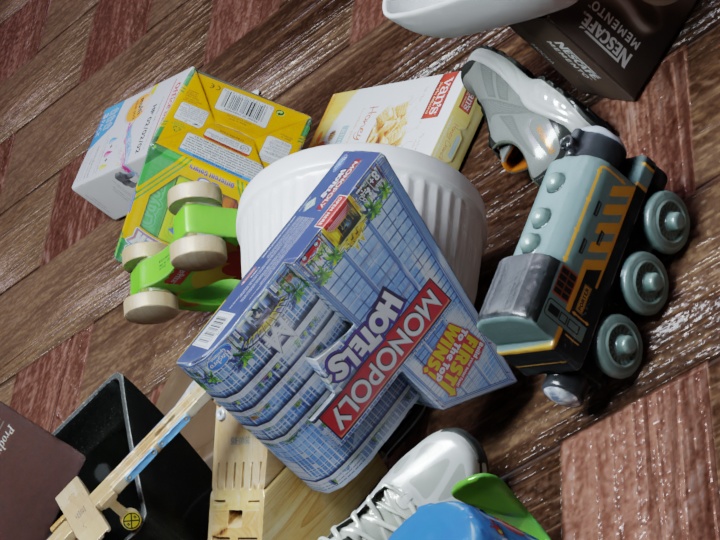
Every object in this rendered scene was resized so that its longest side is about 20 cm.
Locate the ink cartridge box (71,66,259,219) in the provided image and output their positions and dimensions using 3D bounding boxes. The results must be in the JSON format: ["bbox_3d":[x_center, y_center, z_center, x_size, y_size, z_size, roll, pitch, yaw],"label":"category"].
[{"bbox_3d":[-0.207,-0.140,2.138,0.200,0.068,0.115,-19,43,43],"label":"ink cartridge box"}]

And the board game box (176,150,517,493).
[{"bbox_3d":[0.007,0.054,1.436,0.200,0.200,0.062,-52,24,-14],"label":"board game box"}]

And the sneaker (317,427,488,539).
[{"bbox_3d":[0.007,0.195,1.402,0.076,0.115,0.201,41,102,21],"label":"sneaker"}]

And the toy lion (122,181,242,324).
[{"bbox_3d":[-0.088,-0.011,1.726,0.200,0.191,0.069,137,133,-56],"label":"toy lion"}]

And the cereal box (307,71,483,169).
[{"bbox_3d":[0.019,-0.103,1.806,0.200,0.040,0.144,-6,54,52],"label":"cereal box"}]

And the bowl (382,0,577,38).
[{"bbox_3d":[0.125,-0.268,1.576,0.200,0.075,0.200,-10,50,50],"label":"bowl"}]

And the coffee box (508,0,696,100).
[{"bbox_3d":[0.215,-0.251,1.621,0.200,0.113,0.080,-57,30,-8],"label":"coffee box"}]

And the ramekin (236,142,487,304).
[{"bbox_3d":[0.000,0.000,1.568,0.200,0.200,0.105,-27,46,36],"label":"ramekin"}]

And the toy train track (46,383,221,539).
[{"bbox_3d":[-0.159,0.151,1.433,0.200,0.033,0.115,-47,23,-4],"label":"toy train track"}]

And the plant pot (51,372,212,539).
[{"bbox_3d":[-0.180,0.239,1.570,0.200,0.177,0.200,-45,30,14],"label":"plant pot"}]

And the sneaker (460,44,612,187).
[{"bbox_3d":[0.126,-0.127,1.653,0.079,0.074,0.200,-54,29,6],"label":"sneaker"}]

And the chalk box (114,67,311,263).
[{"bbox_3d":[-0.141,-0.058,1.844,0.124,0.125,0.200,-68,0,-47],"label":"chalk box"}]

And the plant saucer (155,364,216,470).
[{"bbox_3d":[-0.121,0.111,1.782,0.200,0.029,0.200,-36,34,28],"label":"plant saucer"}]

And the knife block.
[{"bbox_3d":[-0.026,0.153,1.513,0.064,0.175,0.200,-8,75,48],"label":"knife block"}]

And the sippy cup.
[{"bbox_3d":[0.078,0.216,1.278,0.140,0.130,0.178,-52,30,1],"label":"sippy cup"}]

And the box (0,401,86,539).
[{"bbox_3d":[-0.352,0.163,1.511,0.164,0.200,0.166,-7,51,52],"label":"box"}]

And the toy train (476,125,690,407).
[{"bbox_3d":[0.159,-0.006,1.426,0.085,0.114,0.200,-7,52,51],"label":"toy train"}]
